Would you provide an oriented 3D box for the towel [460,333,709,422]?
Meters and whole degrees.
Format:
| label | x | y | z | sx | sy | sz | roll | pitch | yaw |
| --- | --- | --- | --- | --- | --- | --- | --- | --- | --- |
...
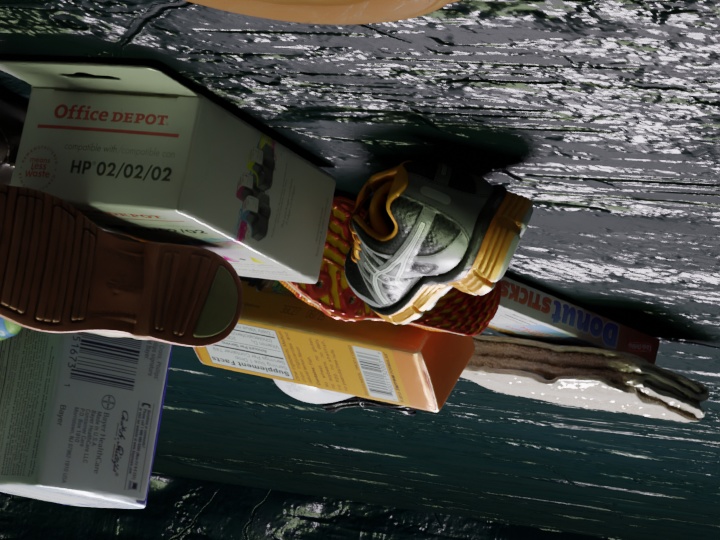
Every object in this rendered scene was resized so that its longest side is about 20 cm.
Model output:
| label | x | y | z | sx | sy | sz | roll | pitch | yaw |
| --- | --- | --- | --- | --- | --- | --- | --- | --- | --- |
| towel | 0.146 | 0.078 | 1.625 | 0.199 | 0.035 | 0.132 | 6 | 169 | 37 |

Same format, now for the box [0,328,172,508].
| label | x | y | z | sx | sy | sz | roll | pitch | yaw |
| --- | --- | --- | --- | --- | --- | --- | --- | --- | --- |
| box | -0.247 | 0.100 | 1.867 | 0.104 | 0.185 | 0.200 | 14 | 170 | -27 |

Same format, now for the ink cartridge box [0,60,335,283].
| label | x | y | z | sx | sy | sz | roll | pitch | yaw |
| --- | --- | --- | --- | --- | --- | --- | --- | --- | --- |
| ink cartridge box | -0.112 | -0.052 | 1.226 | 0.114 | 0.068 | 0.200 | 5 | 168 | 29 |

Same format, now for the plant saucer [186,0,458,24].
| label | x | y | z | sx | sy | sz | roll | pitch | yaw |
| --- | --- | --- | --- | --- | --- | --- | --- | --- | --- |
| plant saucer | -0.043 | -0.133 | 0.829 | 0.199 | 0.033 | 0.200 | 10 | 170 | 2 |

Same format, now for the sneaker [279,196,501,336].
| label | x | y | z | sx | sy | sz | roll | pitch | yaw |
| --- | --- | --- | --- | --- | --- | --- | --- | --- | --- |
| sneaker | 0.000 | 0.000 | 1.397 | 0.199 | 0.073 | 0.077 | 23 | 174 | -41 |

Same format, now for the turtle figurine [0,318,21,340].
| label | x | y | z | sx | sy | sz | roll | pitch | yaw |
| --- | --- | --- | --- | --- | --- | --- | --- | --- | --- |
| turtle figurine | -0.376 | 0.048 | 1.787 | 0.193 | 0.201 | 0.144 | 13 | 159 | 41 |

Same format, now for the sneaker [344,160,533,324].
| label | x | y | z | sx | sy | sz | roll | pitch | yaw |
| --- | --- | --- | --- | --- | --- | --- | --- | --- | --- |
| sneaker | 0.027 | -0.024 | 1.254 | 0.077 | 0.079 | 0.200 | 27 | 162 | -14 |

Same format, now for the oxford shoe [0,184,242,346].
| label | x | y | z | sx | sy | sz | roll | pitch | yaw |
| --- | --- | --- | --- | --- | --- | --- | --- | --- | --- |
| oxford shoe | -0.164 | 0.003 | 1.195 | 0.199 | 0.071 | 0.074 | 20 | 169 | -33 |

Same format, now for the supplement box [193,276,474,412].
| label | x | y | z | sx | sy | sz | roll | pitch | yaw |
| --- | --- | --- | --- | --- | --- | --- | --- | --- | --- |
| supplement box | -0.025 | 0.038 | 1.533 | 0.199 | 0.067 | 0.069 | 12 | 140 | 28 |

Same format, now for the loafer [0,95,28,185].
| label | x | y | z | sx | sy | sz | roll | pitch | yaw |
| --- | --- | --- | --- | --- | --- | --- | --- | --- | --- |
| loafer | -0.229 | -0.068 | 1.254 | 0.073 | 0.072 | 0.200 | 7 | 169 | 19 |

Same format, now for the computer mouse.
| label | x | y | z | sx | sy | sz | roll | pitch | yaw |
| --- | --- | --- | --- | --- | --- | --- | --- | --- | --- |
| computer mouse | -0.030 | 0.108 | 2.076 | 0.109 | 0.044 | 0.200 | 5 | 169 | 32 |

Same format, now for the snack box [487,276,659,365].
| label | x | y | z | sx | sy | sz | roll | pitch | yaw |
| --- | --- | --- | --- | --- | --- | --- | --- | --- | --- |
| snack box | 0.127 | 0.035 | 1.576 | 0.072 | 0.024 | 0.199 | 0 | 165 | 44 |
